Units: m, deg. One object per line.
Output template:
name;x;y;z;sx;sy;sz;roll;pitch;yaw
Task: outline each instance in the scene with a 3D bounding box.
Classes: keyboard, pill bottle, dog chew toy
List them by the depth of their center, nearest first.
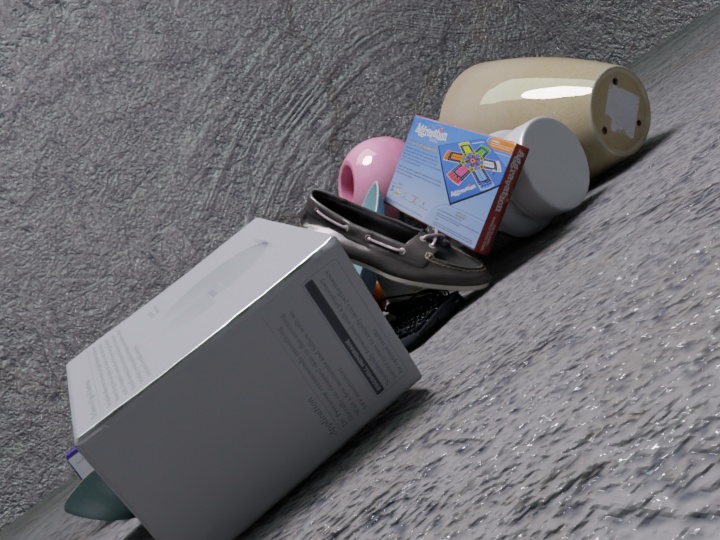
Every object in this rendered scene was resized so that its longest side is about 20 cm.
keyboard;0.025;0.054;0.792;0.104;0.040;0.199;-39;5;-34
pill bottle;0.137;-0.079;0.842;0.113;0.114;0.199;-37;8;-35
dog chew toy;0.074;-0.108;1.026;0.197;0.126;0.124;-2;-10;-22

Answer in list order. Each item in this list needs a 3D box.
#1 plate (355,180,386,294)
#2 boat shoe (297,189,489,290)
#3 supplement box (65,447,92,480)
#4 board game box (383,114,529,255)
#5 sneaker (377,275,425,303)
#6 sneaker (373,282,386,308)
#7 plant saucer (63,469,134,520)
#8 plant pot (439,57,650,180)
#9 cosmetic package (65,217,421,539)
plate;0.000;0.000;0.893;0.200;0.025;0.203;-164;90;-82
boat shoe;0.028;-0.029;0.749;0.198;0.058;0.067;15;20;22
supplement box;-0.306;0.239;1.061;0.101;0.104;0.200;-36;4;-9
board game box;0.088;-0.093;0.797;0.200;0.019;0.104;38;111;61
sneaker;0.096;-0.038;0.970;0.199;0.088;0.076;-36;1;-29
sneaker;-0.066;0.044;1.019;0.197;0.074;0.077;-6;30;19
plant saucer;-0.178;0.185;0.750;0.200;0.039;0.201;-35;-15;-10
plant pot;0.221;-0.166;0.905;0.187;0.189;0.199;-36;17;-26
cosmetic package;-0.096;0.074;0.580;0.199;0.124;0.199;-37;19;-13
